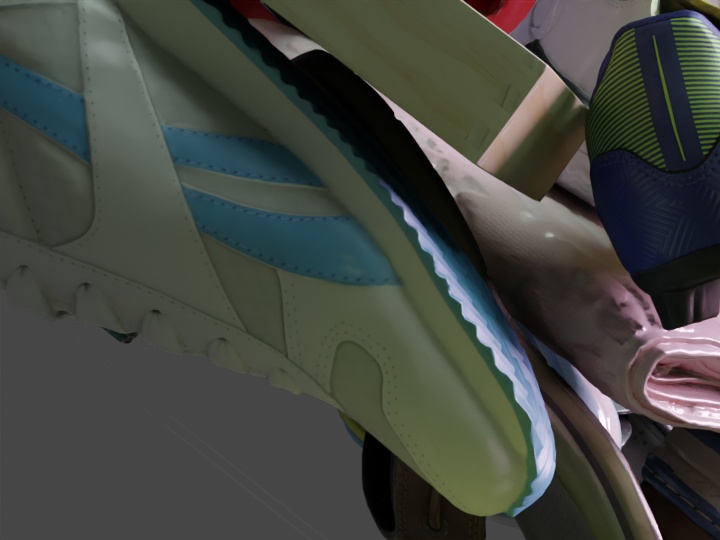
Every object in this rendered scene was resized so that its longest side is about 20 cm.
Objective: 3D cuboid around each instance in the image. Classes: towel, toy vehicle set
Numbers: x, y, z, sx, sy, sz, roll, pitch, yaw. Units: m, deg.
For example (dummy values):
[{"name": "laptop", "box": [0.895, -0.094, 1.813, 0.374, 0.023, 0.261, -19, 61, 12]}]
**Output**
[{"name": "towel", "box": [0.072, 0.000, 0.737, 0.191, 0.032, 0.200, 22, 12, -46]}, {"name": "toy vehicle set", "box": [-0.033, -0.090, 0.586, 0.200, 0.027, 0.124, 38, 5, 11]}]

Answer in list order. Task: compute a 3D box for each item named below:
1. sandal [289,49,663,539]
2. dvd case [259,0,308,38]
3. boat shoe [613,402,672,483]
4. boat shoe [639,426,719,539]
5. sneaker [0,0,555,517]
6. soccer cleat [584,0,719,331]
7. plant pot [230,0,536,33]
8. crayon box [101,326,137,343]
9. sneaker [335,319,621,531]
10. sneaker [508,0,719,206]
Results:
[{"name": "sandal", "box": [0.021, 0.039, 0.628, 0.202, 0.057, 0.080, 59, -12, 4]}, {"name": "dvd case", "box": [0.005, -0.161, 0.810, 0.025, 0.201, 0.150, 2, -14, 17]}, {"name": "boat shoe", "box": [0.092, 0.069, 0.954, 0.200, 0.076, 0.060, 39, -2, -13]}, {"name": "boat shoe", "box": [0.109, 0.101, 0.764, 0.072, 0.072, 0.200, 42, -1, 27]}, {"name": "sneaker", "box": [-0.037, -0.012, 0.554, 0.200, 0.081, 0.077, 44, 5, 5]}, {"name": "soccer cleat", "box": [0.098, -0.036, 0.635, 0.200, 0.064, 0.084, -21, 95, -76]}, {"name": "plant pot", "box": [-0.022, -0.128, 0.979, 0.201, 0.182, 0.201, 54, -10, 15]}, {"name": "crayon box", "box": [-0.082, -0.048, 0.685, 0.119, 0.058, 0.200, 41, 4, -2]}, {"name": "sneaker", "box": [0.000, 0.000, 0.807, 0.200, 0.080, 0.131, 41, 3, 20]}, {"name": "sneaker", "box": [0.094, -0.085, 0.797, 0.075, 0.115, 0.200, 31, 9, -3]}]
